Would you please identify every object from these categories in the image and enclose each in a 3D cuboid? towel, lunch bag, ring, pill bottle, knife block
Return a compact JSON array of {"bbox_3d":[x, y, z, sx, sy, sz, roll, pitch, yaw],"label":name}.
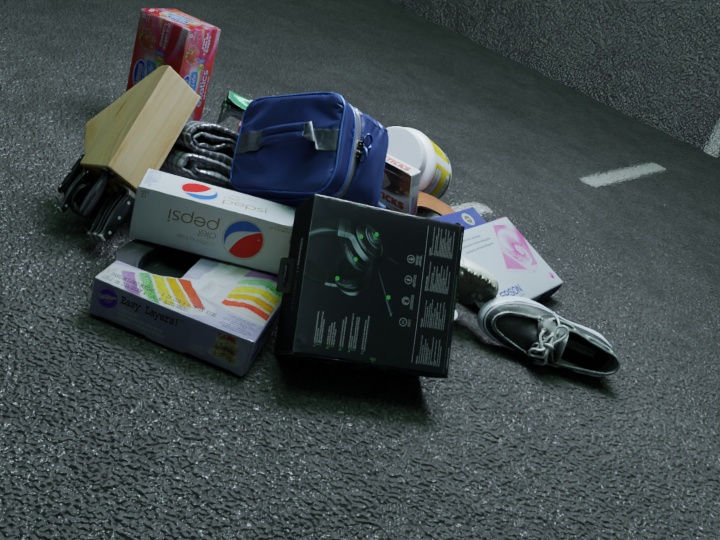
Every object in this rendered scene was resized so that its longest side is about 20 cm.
[{"bbox_3d":[-0.208,-0.165,1.152,0.164,0.087,0.198,19,4,43],"label":"towel"},{"bbox_3d":[-0.065,-0.146,1.039,0.197,0.138,0.132,3,-10,36],"label":"lunch bag"},{"bbox_3d":[0.118,-0.045,1.246,0.198,0.019,0.202,25,38,-21],"label":"ring"},{"bbox_3d":[0.082,-0.175,1.362,0.113,0.116,0.200,27,6,17],"label":"pill bottle"},{"bbox_3d":[-0.287,-0.137,1.007,0.064,0.198,0.177,43,22,-45],"label":"knife block"}]

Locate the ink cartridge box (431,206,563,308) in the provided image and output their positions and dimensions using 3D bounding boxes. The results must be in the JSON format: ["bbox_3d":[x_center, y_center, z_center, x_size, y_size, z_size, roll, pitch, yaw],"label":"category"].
[{"bbox_3d":[0.197,-0.025,1.242,0.195,0.043,0.201,-18,64,-50],"label":"ink cartridge box"}]

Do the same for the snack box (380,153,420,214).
[{"bbox_3d":[0.009,-0.154,1.226,0.024,0.073,0.199,-28,46,-36],"label":"snack box"}]

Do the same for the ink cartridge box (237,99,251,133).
[{"bbox_3d":[-0.113,-0.211,1.399,0.197,0.085,0.145,15,27,-7],"label":"ink cartridge box"}]

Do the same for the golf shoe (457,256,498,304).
[{"bbox_3d":[0.108,-0.026,1.121,0.197,0.079,0.098,24,55,13],"label":"golf shoe"}]

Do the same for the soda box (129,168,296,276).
[{"bbox_3d":[-0.171,-0.057,0.976,0.197,0.069,0.064,15,25,-9],"label":"soda box"}]

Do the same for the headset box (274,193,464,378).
[{"bbox_3d":[0.004,0.021,0.920,0.197,0.177,0.093,10,-9,-18],"label":"headset box"}]

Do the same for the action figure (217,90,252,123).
[{"bbox_3d":[-0.110,-0.202,1.193,0.197,0.056,0.118,18,4,-16],"label":"action figure"}]

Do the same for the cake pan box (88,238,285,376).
[{"bbox_3d":[-0.188,0.024,0.941,0.197,0.053,0.184,22,24,5],"label":"cake pan box"}]

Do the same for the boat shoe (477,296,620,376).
[{"bbox_3d":[0.252,0.095,1.078,0.197,0.074,0.068,25,10,-9],"label":"boat shoe"}]

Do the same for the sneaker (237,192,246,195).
[{"bbox_3d":[-0.178,-0.075,1.095,0.076,0.085,0.199,-8,36,-45],"label":"sneaker"}]

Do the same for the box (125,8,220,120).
[{"bbox_3d":[-0.314,-0.315,1.329,0.099,0.203,0.095,26,25,15],"label":"box"}]

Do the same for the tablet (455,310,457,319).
[{"bbox_3d":[0.019,0.016,1.032,0.129,0.014,0.200,-31,69,-31],"label":"tablet"}]

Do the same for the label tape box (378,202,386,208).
[{"bbox_3d":[-0.027,-0.095,1.259,0.142,0.064,0.201,6,29,-24],"label":"label tape box"}]
